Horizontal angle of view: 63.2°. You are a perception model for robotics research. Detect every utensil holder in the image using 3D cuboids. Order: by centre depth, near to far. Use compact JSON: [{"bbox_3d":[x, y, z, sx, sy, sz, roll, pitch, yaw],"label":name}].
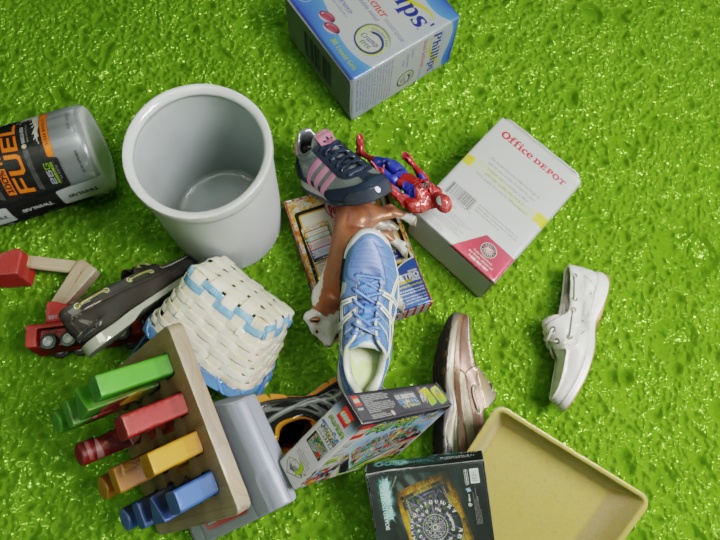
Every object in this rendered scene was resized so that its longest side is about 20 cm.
[{"bbox_3d":[-0.186,-0.106,0.745,0.166,0.200,0.173,1,73,-2],"label":"utensil holder"}]

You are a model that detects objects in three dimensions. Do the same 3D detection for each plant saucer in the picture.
[{"bbox_3d":[0.190,0.281,0.681,0.198,0.048,0.202,31,101,2],"label":"plant saucer"}]

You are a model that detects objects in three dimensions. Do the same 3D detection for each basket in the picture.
[{"bbox_3d":[-0.182,0.101,0.721,0.175,0.139,0.201,37,101,5],"label":"basket"}]

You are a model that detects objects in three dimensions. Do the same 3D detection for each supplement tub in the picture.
[{"bbox_3d":[-0.445,-0.135,0.784,0.197,0.123,0.124,-20,74,-9],"label":"supplement tub"}]

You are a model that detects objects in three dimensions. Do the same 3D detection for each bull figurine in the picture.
[{"bbox_3d":[0.000,0.000,0.742,0.119,0.065,0.204,11,74,-2],"label":"bull figurine"}]

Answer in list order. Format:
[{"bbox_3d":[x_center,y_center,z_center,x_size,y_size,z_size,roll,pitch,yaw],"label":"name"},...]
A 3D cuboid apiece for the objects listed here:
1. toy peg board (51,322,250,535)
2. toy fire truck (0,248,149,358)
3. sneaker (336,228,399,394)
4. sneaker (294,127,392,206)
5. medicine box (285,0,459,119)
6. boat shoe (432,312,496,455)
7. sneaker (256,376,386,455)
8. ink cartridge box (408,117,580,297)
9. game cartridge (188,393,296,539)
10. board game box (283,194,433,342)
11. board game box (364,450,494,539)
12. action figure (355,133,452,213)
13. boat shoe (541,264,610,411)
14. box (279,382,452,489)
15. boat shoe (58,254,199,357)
[{"bbox_3d":[-0.240,0.192,0.628,0.097,0.199,0.202,-14,77,-47],"label":"toy peg board"},{"bbox_3d":[-0.381,0.038,0.769,0.196,0.049,0.143,-7,69,-8],"label":"toy fire truck"},{"bbox_3d":[0.012,0.054,0.660,0.074,0.077,0.204,0,92,-6],"label":"sneaker"},{"bbox_3d":[-0.034,-0.137,0.755,0.069,0.199,0.083,-27,118,-26],"label":"sneaker"},{"bbox_3d":[0.015,-0.369,0.890,0.198,0.103,0.183,-34,77,-11],"label":"medicine box"},{"bbox_3d":[0.133,0.156,0.746,0.070,0.076,0.204,4,81,-5],"label":"boat shoe"},{"bbox_3d":[-0.044,0.181,0.694,0.197,0.077,0.080,-8,106,-29],"label":"sneaker"},{"bbox_3d":[0.185,-0.088,0.816,0.145,0.084,0.200,42,76,11],"label":"ink cartridge box"},{"bbox_3d":[-0.158,0.221,0.655,0.041,0.199,0.135,-8,66,-48],"label":"game cartridge"},{"bbox_3d":[-0.006,-0.020,0.805,0.149,0.046,0.203,-17,74,-7],"label":"board game box"},{"bbox_3d":[0.085,0.310,0.660,0.133,0.028,0.204,-8,97,7],"label":"board game box"},{"bbox_3d":[0.046,-0.126,0.775,0.065,0.052,0.199,-28,50,-31],"label":"action figure"},{"bbox_3d":[0.272,0.084,0.776,0.068,0.071,0.202,21,64,6],"label":"boat shoe"},{"bbox_3d":[0.014,0.176,0.644,0.110,0.199,0.035,-48,61,20],"label":"box"},{"bbox_3d":[-0.273,0.024,0.718,0.061,0.071,0.201,49,34,-6],"label":"boat shoe"}]
